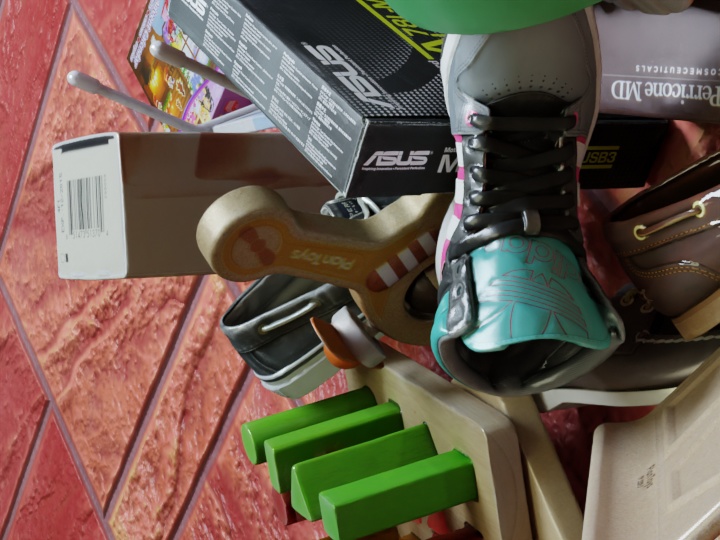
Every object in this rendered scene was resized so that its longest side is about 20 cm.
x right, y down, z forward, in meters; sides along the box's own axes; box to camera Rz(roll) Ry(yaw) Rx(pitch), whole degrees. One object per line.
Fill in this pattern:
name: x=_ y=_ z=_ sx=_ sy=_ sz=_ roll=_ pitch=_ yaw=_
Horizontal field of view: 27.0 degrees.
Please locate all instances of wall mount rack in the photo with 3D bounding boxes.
wall mount rack: x=-0.074 y=-0.122 z=0.942 sx=0.200 sy=0.174 sz=0.075 roll=-6 pitch=106 yaw=55

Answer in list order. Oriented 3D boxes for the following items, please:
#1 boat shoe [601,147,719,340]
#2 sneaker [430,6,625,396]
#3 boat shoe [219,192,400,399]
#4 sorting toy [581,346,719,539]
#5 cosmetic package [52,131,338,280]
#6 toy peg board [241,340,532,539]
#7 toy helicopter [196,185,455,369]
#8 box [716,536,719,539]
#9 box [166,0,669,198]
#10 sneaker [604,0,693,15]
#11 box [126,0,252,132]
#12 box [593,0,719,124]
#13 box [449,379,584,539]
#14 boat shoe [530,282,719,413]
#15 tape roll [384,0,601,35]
boat shoe: x=0.182 y=-0.047 z=0.608 sx=0.200 sy=0.070 sz=0.070 roll=-40 pitch=88 yaw=35
sneaker: x=0.068 y=-0.021 z=0.632 sx=0.121 sy=0.083 sz=0.200 roll=-99 pitch=7 yaw=-49
boat shoe: x=0.006 y=-0.012 z=0.847 sx=0.200 sy=0.071 sz=0.072 roll=-45 pitch=33 yaw=2
sorting toy: x=0.171 y=0.034 z=0.561 sx=0.200 sy=0.185 sz=0.036 roll=-42 pitch=91 yaw=15
cosmetic package: x=-0.081 y=-0.042 z=0.938 sx=0.103 sy=0.200 sz=0.088 roll=-3 pitch=90 yaw=54
toy peg board: x=0.013 y=0.162 z=0.843 sx=0.200 sy=0.098 sz=0.200 roll=-153 pitch=51 yaw=-66
toy helicopter: x=0.000 y=0.000 z=0.754 sx=0.132 sy=0.200 sz=0.079 roll=-55 pitch=46 yaw=27
box: x=0.212 y=0.171 z=0.611 sx=0.152 sy=0.106 sz=0.200 roll=-48 pitch=55 yaw=47
box: x=0.027 y=-0.107 z=0.778 sx=0.200 sy=0.193 sz=0.048 roll=48 pitch=129 yaw=43
sneaker: x=0.094 y=-0.165 z=0.667 sx=0.200 sy=0.078 sz=0.077 roll=28 pitch=90 yaw=56
box: x=-0.106 y=-0.189 z=1.102 sx=0.137 sy=0.039 sz=0.200 roll=59 pitch=137 yaw=33
box: x=0.161 y=-0.168 z=0.683 sx=0.100 sy=0.075 sz=0.201 roll=13 pitch=106 yaw=54
box: x=0.088 y=0.155 z=0.814 sx=0.164 sy=0.021 sz=0.200 roll=115 pitch=136 yaw=-64
boat shoe: x=0.137 y=0.035 z=0.742 sx=0.200 sy=0.072 sz=0.060 roll=-14 pitch=84 yaw=61
tape roll: x=0.077 y=-0.184 z=0.596 sx=0.200 sy=0.048 sz=0.201 roll=-24 pitch=41 yaw=23
